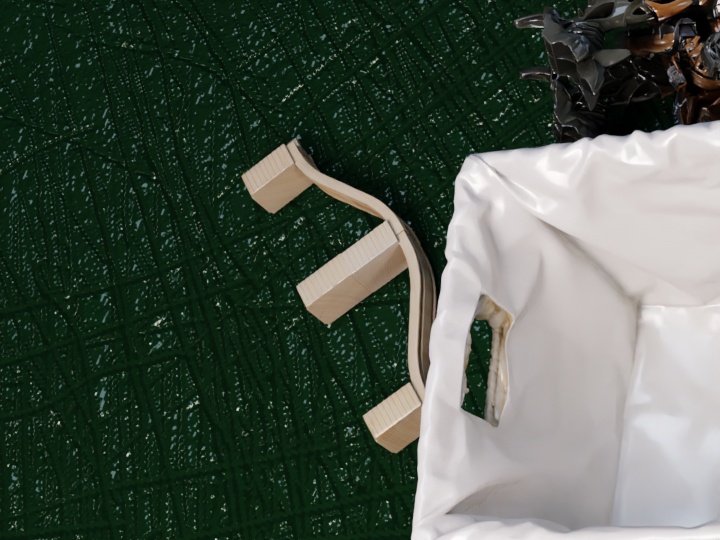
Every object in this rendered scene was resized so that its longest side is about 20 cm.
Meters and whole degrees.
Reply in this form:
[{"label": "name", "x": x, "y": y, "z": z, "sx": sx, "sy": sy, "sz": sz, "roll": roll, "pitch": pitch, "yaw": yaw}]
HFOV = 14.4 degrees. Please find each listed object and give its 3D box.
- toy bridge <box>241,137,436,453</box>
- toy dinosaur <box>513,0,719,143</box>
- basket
[{"label": "toy bridge", "x": 0.000, "y": 0.000, "z": 1.500, "sx": 0.067, "sy": 0.027, "sz": 0.200, "roll": -36, "pitch": 53, "yaw": 12}, {"label": "toy dinosaur", "x": 0.156, "y": -0.114, "z": 1.424, "sx": 0.135, "sy": 0.102, "sz": 0.200, "roll": -30, "pitch": 36, "yaw": -11}, {"label": "basket", "x": 0.152, "y": 0.054, "z": 1.285, "sx": 0.199, "sy": 0.161, "sz": 0.199, "roll": -6, "pitch": 65, "yaw": 32}]
